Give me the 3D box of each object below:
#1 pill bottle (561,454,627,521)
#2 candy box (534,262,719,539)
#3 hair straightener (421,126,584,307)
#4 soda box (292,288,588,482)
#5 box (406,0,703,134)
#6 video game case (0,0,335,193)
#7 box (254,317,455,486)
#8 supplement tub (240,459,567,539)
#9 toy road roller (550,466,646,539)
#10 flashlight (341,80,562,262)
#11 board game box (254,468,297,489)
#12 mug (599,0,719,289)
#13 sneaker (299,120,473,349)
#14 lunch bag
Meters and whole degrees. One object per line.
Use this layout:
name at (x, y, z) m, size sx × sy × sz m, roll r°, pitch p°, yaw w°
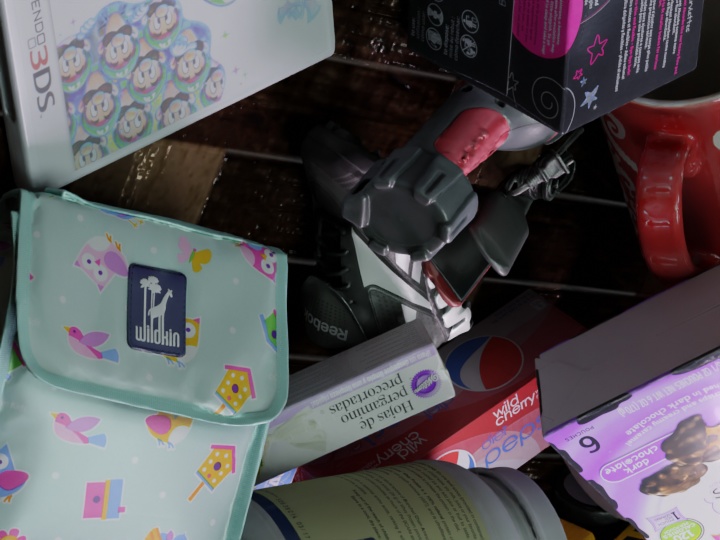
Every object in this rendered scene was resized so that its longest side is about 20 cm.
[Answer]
pill bottle at (0.233, 0.076, 1.814) m, size 0.200 × 0.111 × 0.111 m, roll -26°, pitch 132°, yaw -29°
candy box at (0.230, 0.096, 1.648) m, size 0.168 × 0.072 × 0.200 m, roll -29°, pitch 127°, yaw 24°
hair straightener at (0.100, -0.039, 1.593) m, size 0.077 × 0.041 × 0.200 m, roll -34°, pitch -178°, yaw 27°
soda box at (0.054, 0.097, 1.688) m, size 0.200 × 0.070 × 0.063 m, roll -33°, pitch 135°, yaw -23°
box at (0.109, -0.200, 1.489) m, size 0.115 × 0.132 × 0.200 m, roll -25°, pitch 132°, yaw -35°
video game case at (-0.100, -0.151, 1.403) m, size 0.200 × 0.024 × 0.182 m, roll -28°, pitch 134°, yaw -28°
box at (-0.046, 0.089, 1.551) m, size 0.200 × 0.041 × 0.039 m, roll -24°, pitch 115°, yaw -3°
supplement tub at (0.006, 0.185, 1.547) m, size 0.200 × 0.145 × 0.145 m, roll -7°, pitch 122°, yaw -30°
toy road roller at (0.158, 0.228, 1.797) m, size 0.200 × 0.146 × 0.123 m, roll -35°, pitch 139°, yaw -47°
flashlight at (0.065, -0.068, 1.524) m, size 0.068 × 0.068 × 0.200 m, roll -35°, pitch -171°, yaw 35°
board game box at (-0.099, 0.164, 1.627) m, size 0.103 × 0.019 × 0.200 m, roll 6°, pitch 112°, yaw -44°
mug at (0.196, -0.069, 1.668) m, size 0.178 × 0.133 × 0.200 m, roll -45°, pitch 144°, yaw -21°
sneaker at (0.000, 0.000, 1.572) m, size 0.091 × 0.066 × 0.200 m, roll -45°, pitch 141°, yaw -14°
lunch bag at (-0.135, 0.063, 1.434) m, size 0.170 × 0.122 × 0.200 m, roll 13°, pitch 103°, yaw -30°
